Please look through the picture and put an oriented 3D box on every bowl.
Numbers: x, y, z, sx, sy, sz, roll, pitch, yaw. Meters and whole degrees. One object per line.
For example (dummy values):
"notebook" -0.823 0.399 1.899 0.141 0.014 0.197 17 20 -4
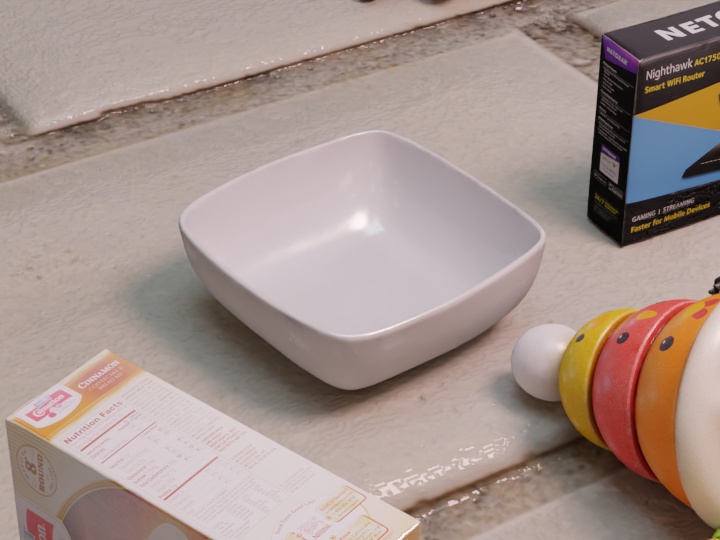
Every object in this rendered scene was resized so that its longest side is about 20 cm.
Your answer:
"bowl" 0.000 0.000 1.324 0.199 0.075 0.199 -24 41 -33

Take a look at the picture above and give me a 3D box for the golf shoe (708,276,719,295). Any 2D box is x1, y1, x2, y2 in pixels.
"golf shoe" 0.305 0.054 1.252 0.094 0.078 0.200 -15 39 -22

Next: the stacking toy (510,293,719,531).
"stacking toy" 0.168 0.070 1.210 0.199 0.147 0.146 9 31 43

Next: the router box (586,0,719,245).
"router box" 0.258 -0.117 1.433 0.199 0.150 0.051 -19 38 -25

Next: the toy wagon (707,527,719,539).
"toy wagon" 0.233 0.208 1.058 0.198 0.040 0.155 16 37 21

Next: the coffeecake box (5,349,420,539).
"coffeecake box" -0.071 0.152 0.957 0.199 0.155 0.073 25 42 31
